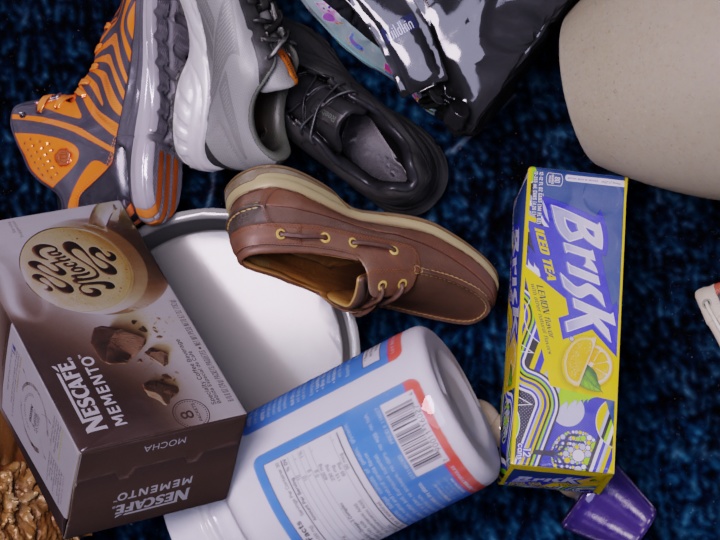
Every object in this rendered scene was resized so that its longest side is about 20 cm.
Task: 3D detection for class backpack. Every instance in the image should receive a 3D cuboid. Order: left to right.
[{"bbox_3d":[0.032,-0.194,1.447,0.200,0.127,0.167,36,80,7],"label":"backpack"}]

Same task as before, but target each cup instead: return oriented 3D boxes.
[{"bbox_3d":[0.209,-0.129,1.411,0.143,0.200,0.201,-11,88,22],"label":"cup"}]

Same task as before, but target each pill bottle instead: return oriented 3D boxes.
[{"bbox_3d":[-0.022,0.126,1.411,0.200,0.112,0.112,-27,87,12],"label":"pill bottle"}]

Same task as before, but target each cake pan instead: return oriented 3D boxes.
[{"bbox_3d":[-0.098,0.059,1.497,0.200,0.037,0.201,0,89,5],"label":"cake pan"}]

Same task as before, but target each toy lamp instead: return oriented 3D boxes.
[{"bbox_3d":[0.105,0.116,1.471,0.200,0.058,0.058,35,92,7],"label":"toy lamp"}]

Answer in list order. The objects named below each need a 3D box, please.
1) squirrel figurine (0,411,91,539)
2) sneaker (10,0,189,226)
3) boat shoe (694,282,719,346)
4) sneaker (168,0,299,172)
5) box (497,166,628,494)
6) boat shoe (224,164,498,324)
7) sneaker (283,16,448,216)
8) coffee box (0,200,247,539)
[{"bbox_3d":[-0.259,0.129,1.423,0.142,0.187,0.200,-43,87,7],"label":"squirrel figurine"},{"bbox_3d":[-0.177,-0.128,1.489,0.112,0.078,0.200,1,76,18],"label":"sneaker"},{"bbox_3d":[0.272,0.098,1.450,0.062,0.071,0.200,-15,86,10],"label":"boat shoe"},{"bbox_3d":[-0.073,-0.158,1.408,0.079,0.074,0.201,11,112,29],"label":"sneaker"},{"bbox_3d":[0.131,0.038,1.435,0.070,0.064,0.200,6,72,-3],"label":"box"},{"bbox_3d":[0.000,0.000,1.440,0.200,0.072,0.068,21,50,-25],"label":"boat shoe"},{"bbox_3d":[-0.028,-0.112,1.468,0.200,0.091,0.076,34,94,6],"label":"sneaker"},{"bbox_3d":[-0.165,0.057,1.377,0.113,0.080,0.200,-10,48,-28],"label":"coffee box"}]
